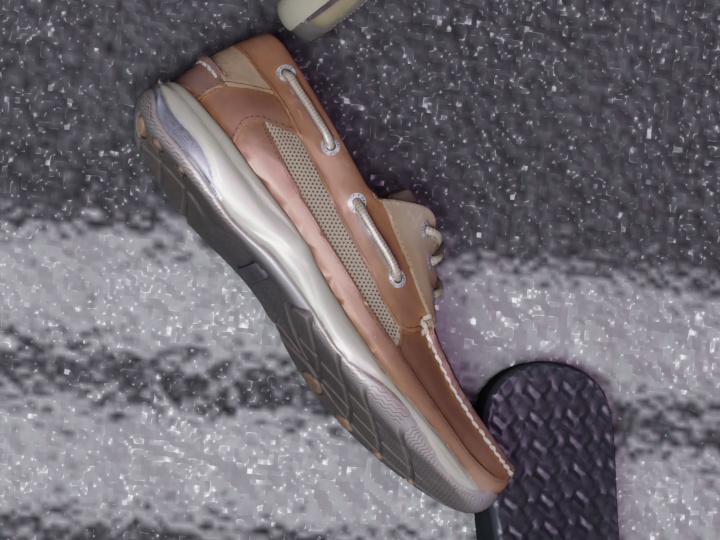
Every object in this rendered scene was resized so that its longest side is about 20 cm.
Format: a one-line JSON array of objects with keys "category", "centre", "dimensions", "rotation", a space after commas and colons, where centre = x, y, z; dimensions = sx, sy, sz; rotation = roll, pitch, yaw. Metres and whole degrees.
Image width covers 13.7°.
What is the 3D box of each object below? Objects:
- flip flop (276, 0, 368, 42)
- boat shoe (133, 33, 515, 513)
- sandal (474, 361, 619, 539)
[{"category": "flip flop", "centre": [0.033, -0.170, 1.102], "dimensions": [0.058, 0.081, 0.200], "rotation": [43, 89, 0]}, {"category": "boat shoe", "centre": [0.000, 0.000, 1.102], "dimensions": [0.072, 0.076, 0.200], "rotation": [-39, 102, -15]}, {"category": "sandal", "centre": [0.069, 0.137, 1.154], "dimensions": [0.075, 0.045, 0.201], "rotation": [4, 79, -21]}]
